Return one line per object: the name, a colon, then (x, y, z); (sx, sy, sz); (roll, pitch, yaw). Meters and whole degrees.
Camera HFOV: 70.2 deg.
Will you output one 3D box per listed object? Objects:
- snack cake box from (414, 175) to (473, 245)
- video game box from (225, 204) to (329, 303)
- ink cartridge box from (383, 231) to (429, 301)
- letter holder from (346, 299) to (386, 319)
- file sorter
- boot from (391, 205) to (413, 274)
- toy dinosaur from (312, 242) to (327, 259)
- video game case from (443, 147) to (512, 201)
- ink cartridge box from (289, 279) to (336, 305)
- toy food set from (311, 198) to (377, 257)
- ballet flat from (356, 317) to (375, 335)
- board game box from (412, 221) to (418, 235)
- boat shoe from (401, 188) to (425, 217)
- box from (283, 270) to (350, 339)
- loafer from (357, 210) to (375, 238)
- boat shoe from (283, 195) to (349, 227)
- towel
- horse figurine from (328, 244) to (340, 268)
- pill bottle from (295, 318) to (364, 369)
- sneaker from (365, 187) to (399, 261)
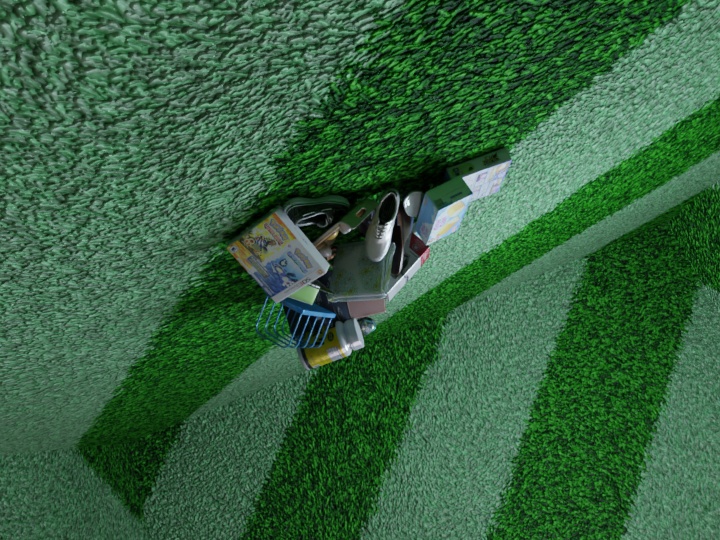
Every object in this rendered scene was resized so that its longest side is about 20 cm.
snack cake box: (0.226, -0.161, 1.417); (0.114, 0.068, 0.201); (-27, 160, -13)
video game box: (-0.206, -0.035, 1.284); (0.181, 0.201, 0.047); (-31, -159, 24)
ink cartridge box: (0.097, -0.031, 1.578); (0.200, 0.146, 0.083); (-47, 163, -12)
letter holder: (-0.006, 0.044, 1.677); (0.140, 0.204, 0.100); (-11, -168, -25)
file sorter: (-0.191, 0.149, 1.497); (0.199, 0.137, 0.125); (17, 96, -65)
boot: (0.123, -0.094, 1.506); (0.074, 0.204, 0.096); (11, -160, 43)
toy dinosaur: (-0.153, -0.030, 1.457); (0.076, 0.104, 0.200); (13, 178, 11)
video game case: (0.325, -0.257, 1.474); (0.178, 0.046, 0.200); (-19, 163, -3)
ink cartridge box: (-0.182, 0.048, 1.465); (0.146, 0.199, 0.077); (22, 96, -35)
toy food set: (-0.049, -0.101, 1.348); (0.199, 0.061, 0.144); (-33, -170, 43)
ballet flat: (-0.035, 0.203, 1.728); (0.074, 0.075, 0.199); (-1, 153, -48)
board game box: (0.173, -0.113, 1.738); (0.199, 0.035, 0.125); (-32, 161, 29)
boat shoe: (0.152, -0.191, 1.438); (0.076, 0.060, 0.200); (-45, 156, 8)
box: (-0.154, 0.117, 1.755); (0.198, 0.200, 0.117); (-2, 156, -46)
loafer: (0.025, -0.123, 1.474); (0.062, 0.073, 0.201); (-8, 151, 14)
boat shoe: (-0.101, -0.138, 1.272); (0.198, 0.072, 0.072); (-11, 159, -41)
towel: (0.000, 0.000, 1.449); (0.197, 0.174, 0.048); (-6, 149, 34)
horse figurine: (-0.117, -0.035, 1.597); (0.131, 0.051, 0.199); (-3, 154, -47)
pill bottle: (-0.095, 0.228, 1.619); (0.197, 0.116, 0.114); (-21, 163, 6)
sneaker: (0.054, -0.120, 1.355); (0.072, 0.204, 0.071); (14, -169, 7)
